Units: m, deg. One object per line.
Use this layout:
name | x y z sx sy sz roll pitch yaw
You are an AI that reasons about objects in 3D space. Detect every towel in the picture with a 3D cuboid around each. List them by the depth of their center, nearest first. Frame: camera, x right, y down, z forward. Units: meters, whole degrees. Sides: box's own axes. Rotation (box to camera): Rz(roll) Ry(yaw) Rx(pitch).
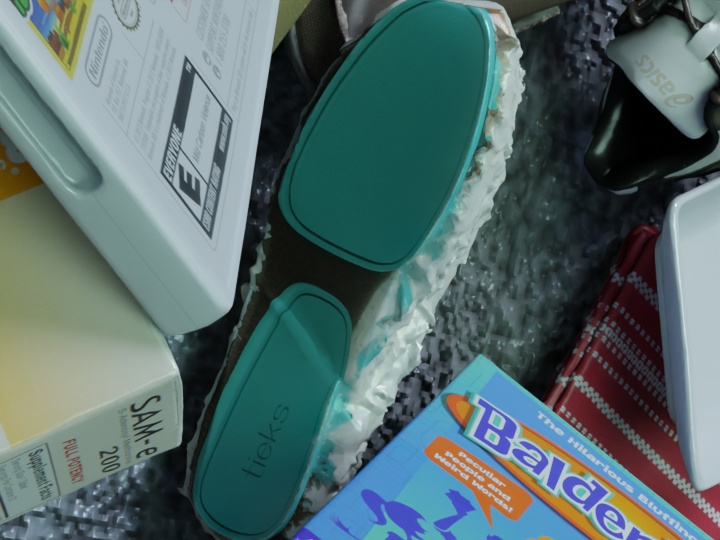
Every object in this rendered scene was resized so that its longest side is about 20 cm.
towel | 0.097 0.099 0.962 0.145 0.022 0.201 42 74 -37

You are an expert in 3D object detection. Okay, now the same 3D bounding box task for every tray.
tray | 0.160 0.003 0.961 0.200 0.022 0.108 -24 112 -53

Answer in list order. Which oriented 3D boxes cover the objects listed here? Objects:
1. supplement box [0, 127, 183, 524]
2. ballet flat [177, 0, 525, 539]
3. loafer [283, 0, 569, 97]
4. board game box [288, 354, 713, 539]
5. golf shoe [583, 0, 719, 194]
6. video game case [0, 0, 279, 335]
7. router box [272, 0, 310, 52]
supplement box | -0.159 0.021 0.643 0.199 0.074 0.127 -25 76 -10
ballet flat | 0.000 0.000 0.827 0.071 0.072 0.201 15 108 -38
loafer | 0.056 -0.121 0.860 0.200 0.071 0.073 -37 118 -27
board game box | 0.058 0.113 0.799 0.045 0.152 0.200 -54 174 21
golf shoe | 0.138 -0.089 0.861 0.094 0.078 0.200 -34 161 -33
video game case | -0.079 -0.109 0.645 0.182 0.023 0.201 54 24 -30
router box | -0.113 -0.107 0.744 0.200 0.052 0.158 47 69 -33
